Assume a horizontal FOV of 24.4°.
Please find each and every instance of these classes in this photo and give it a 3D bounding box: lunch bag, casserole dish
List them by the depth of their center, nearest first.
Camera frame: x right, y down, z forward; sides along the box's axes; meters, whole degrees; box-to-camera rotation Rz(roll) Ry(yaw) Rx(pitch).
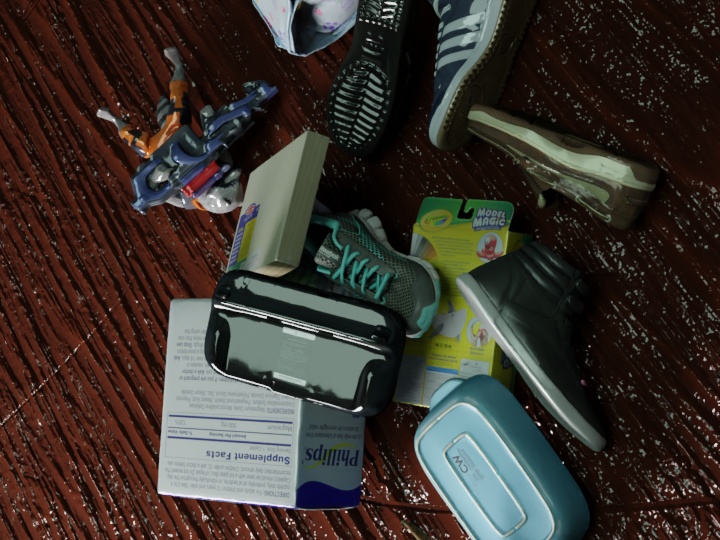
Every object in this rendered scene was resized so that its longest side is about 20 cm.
[{"bbox_3d":[0.121,0.190,1.510,0.121,0.039,0.201,-44,73,33],"label":"casserole dish"},{"bbox_3d":[-0.053,-0.342,1.707,0.200,0.127,0.170,-48,55,31],"label":"lunch bag"}]

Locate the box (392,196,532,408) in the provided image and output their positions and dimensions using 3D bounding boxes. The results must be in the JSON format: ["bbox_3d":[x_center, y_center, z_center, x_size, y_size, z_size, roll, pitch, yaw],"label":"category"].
[{"bbox_3d":[0.097,0.033,1.580,0.117,0.048,0.202,6,90,40],"label":"box"}]

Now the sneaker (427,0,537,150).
[{"bbox_3d":[0.091,-0.221,1.605,0.108,0.070,0.201,27,94,34],"label":"sneaker"}]

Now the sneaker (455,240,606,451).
[{"bbox_3d":[0.182,0.060,1.491,0.099,0.071,0.200,-35,83,-6],"label":"sneaker"}]

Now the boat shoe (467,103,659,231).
[{"bbox_3d":[0.173,-0.093,1.521,0.202,0.074,0.075,28,107,38],"label":"boat shoe"}]

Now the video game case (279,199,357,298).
[{"bbox_3d":[-0.055,0.033,1.717,0.200,0.023,0.183,40,108,36],"label":"video game case"}]

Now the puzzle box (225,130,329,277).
[{"bbox_3d":[-0.087,-0.053,1.660,0.200,0.025,0.134,156,128,-69],"label":"puzzle box"}]

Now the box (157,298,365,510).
[{"bbox_3d":[-0.096,0.131,1.656,0.183,0.105,0.202,0,83,37],"label":"box"}]

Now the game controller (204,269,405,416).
[{"bbox_3d":[-0.055,0.067,1.554,0.199,0.042,0.105,14,104,22],"label":"game controller"}]

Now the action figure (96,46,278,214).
[{"bbox_3d":[-0.174,-0.148,1.817,0.199,0.105,0.194,-34,69,2],"label":"action figure"}]

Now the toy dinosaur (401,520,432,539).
[{"bbox_3d":[0.118,0.285,1.496,0.199,0.060,0.107,22,122,2],"label":"toy dinosaur"}]

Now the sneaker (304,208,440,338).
[{"bbox_3d":[0.000,0.000,1.584,0.200,0.091,0.078,41,114,50],"label":"sneaker"}]

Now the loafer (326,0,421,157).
[{"bbox_3d":[0.026,-0.206,1.663,0.073,0.071,0.201,30,118,22],"label":"loafer"}]
